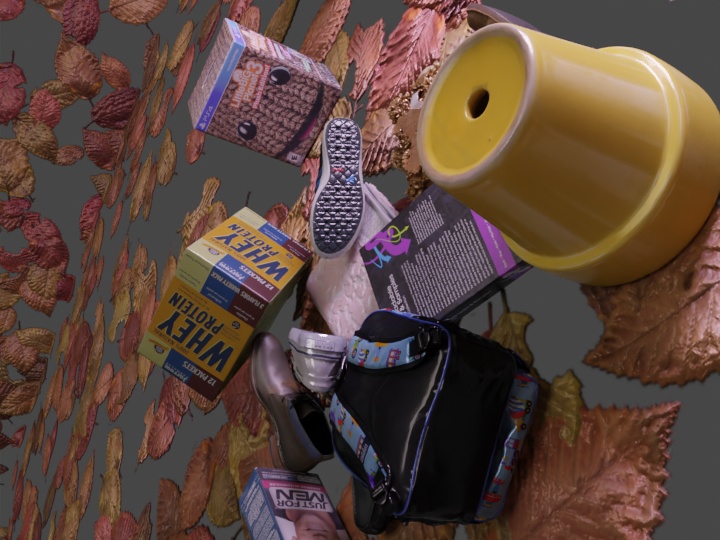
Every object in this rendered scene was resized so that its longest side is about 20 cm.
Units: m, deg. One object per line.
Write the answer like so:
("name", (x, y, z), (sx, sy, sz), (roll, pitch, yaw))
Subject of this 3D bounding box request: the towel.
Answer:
("towel", (0.000, 0.000, 0.905), (0.192, 0.032, 0.200), (-63, 33, 19))

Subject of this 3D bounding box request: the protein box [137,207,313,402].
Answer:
("protein box", (-0.197, 0.044, 1.010), (0.199, 0.134, 0.200), (-57, 0, 25))

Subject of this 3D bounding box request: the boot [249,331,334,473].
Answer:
("boot", (-0.088, 0.172, 0.912), (0.097, 0.074, 0.202), (-24, 78, 44))

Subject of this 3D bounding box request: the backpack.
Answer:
("backpack", (0.054, 0.134, 0.666), (0.200, 0.134, 0.184), (12, 87, 66))

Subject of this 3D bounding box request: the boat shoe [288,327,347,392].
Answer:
("boat shoe", (-0.056, 0.106, 0.798), (0.200, 0.073, 0.067), (95, -175, -85))

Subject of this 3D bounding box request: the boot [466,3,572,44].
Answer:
("boot", (0.162, -0.231, 0.723), (0.200, 0.073, 0.076), (59, 135, 47))

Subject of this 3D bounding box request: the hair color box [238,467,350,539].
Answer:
("hair color box", (-0.068, 0.329, 0.804), (0.061, 0.099, 0.200), (-62, 34, 15))

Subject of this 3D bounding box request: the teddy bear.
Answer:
("teddy bear", (0.086, -0.172, 0.828), (0.145, 0.067, 0.200), (-51, 32, 18))

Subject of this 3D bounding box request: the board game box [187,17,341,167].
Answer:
("board game box", (-0.160, -0.290, 1.119), (0.160, 0.199, 0.097), (-57, 36, 26))

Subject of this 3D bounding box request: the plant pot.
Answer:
("plant pot", (0.158, -0.105, 0.558), (0.200, 0.188, 0.202), (-30, 52, 47))

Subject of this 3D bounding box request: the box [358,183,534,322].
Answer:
("box", (0.088, -0.016, 0.742), (0.200, 0.036, 0.144), (-39, 56, 35))

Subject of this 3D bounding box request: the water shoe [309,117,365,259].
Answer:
("water shoe", (-0.029, -0.108, 0.930), (0.079, 0.071, 0.202), (116, 162, -76))

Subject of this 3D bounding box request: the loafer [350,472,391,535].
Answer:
("loafer", (0.005, 0.196, 0.775), (0.068, 0.070, 0.202), (-24, 57, 51))

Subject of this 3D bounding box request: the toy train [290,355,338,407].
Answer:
("toy train", (-0.049, 0.160, 0.907), (0.200, 0.034, 0.046), (25, 112, 60))
